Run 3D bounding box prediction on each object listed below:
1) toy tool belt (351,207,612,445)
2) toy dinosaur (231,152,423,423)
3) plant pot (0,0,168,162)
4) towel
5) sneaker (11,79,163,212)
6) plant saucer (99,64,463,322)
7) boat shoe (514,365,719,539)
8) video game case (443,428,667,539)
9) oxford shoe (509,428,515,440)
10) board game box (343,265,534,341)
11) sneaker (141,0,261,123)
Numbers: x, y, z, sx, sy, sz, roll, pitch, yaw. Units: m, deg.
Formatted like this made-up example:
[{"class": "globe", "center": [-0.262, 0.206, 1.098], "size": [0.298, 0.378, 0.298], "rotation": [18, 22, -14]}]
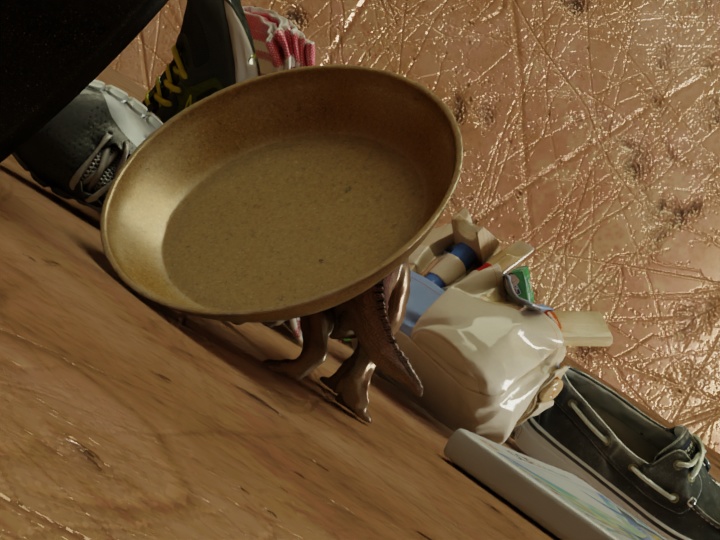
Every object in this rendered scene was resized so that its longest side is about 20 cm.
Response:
[{"class": "toy tool belt", "center": [0.058, 0.020, 1.599], "size": [0.200, 0.123, 0.125], "rotation": [37, -33, 30]}, {"class": "toy dinosaur", "center": [0.000, 0.000, 1.342], "size": [0.086, 0.136, 0.200], "rotation": [31, 4, -19]}, {"class": "plant pot", "center": [-0.222, -0.162, 1.282], "size": [0.199, 0.177, 0.200], "rotation": [31, 3, -20]}, {"class": "towel", "center": [-0.056, -0.064, 1.551], "size": [0.030, 0.200, 0.146], "rotation": [-4, 13, -13]}, {"class": "sneaker", "center": [-0.119, -0.045, 1.445], "size": [0.200, 0.075, 0.115], "rotation": [32, 5, -28]}, {"class": "plant saucer", "center": [-0.039, -0.035, 1.303], "size": [0.200, 0.200, 0.035], "rotation": [36, -26, 44]}, {"class": "boat shoe", "center": [0.199, 0.136, 1.622], "size": [0.200, 0.071, 0.072], "rotation": [30, 29, 3]}, {"class": "video game case", "center": [0.162, 0.165, 1.426], "size": [0.200, 0.022, 0.182], "rotation": [35, 4, 30]}, {"class": "oxford shoe", "center": [0.135, 0.111, 1.735], "size": [0.200, 0.058, 0.075], "rotation": [50, -17, 33]}, {"class": "board game box", "center": [0.059, 0.023, 1.791], "size": [0.134, 0.029, 0.200], "rotation": [-12, 0, 5]}, {"class": "sneaker", "center": [-0.108, -0.093, 1.522], "size": [0.085, 0.200, 0.074], "rotation": [-4, 37, -11]}]
